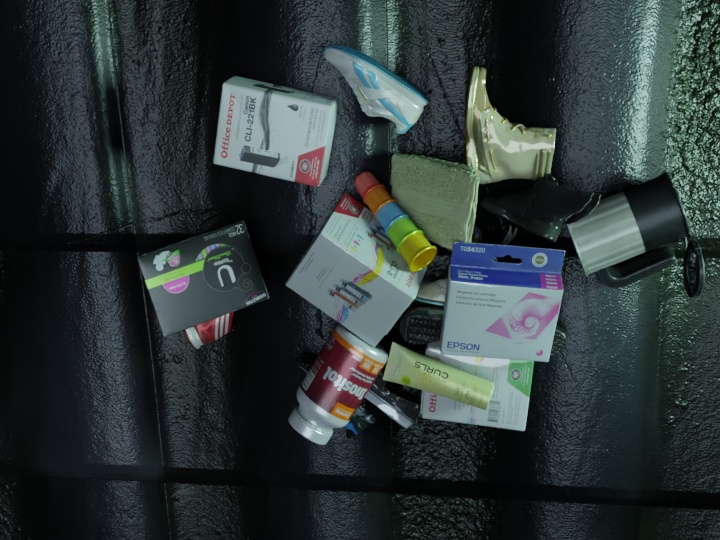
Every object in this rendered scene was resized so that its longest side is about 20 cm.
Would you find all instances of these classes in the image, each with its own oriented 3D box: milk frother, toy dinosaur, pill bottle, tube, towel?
[{"bbox_3d":[0.459,-0.034,1.443,0.185,0.201,0.183,-22,108,15],"label":"milk frother"},{"bbox_3d":[0.224,-0.028,1.565,0.198,0.105,0.183,-10,121,47],"label":"toy dinosaur"},{"bbox_3d":[-0.044,0.208,1.572,0.112,0.113,0.202,31,96,-3],"label":"pill bottle"},{"bbox_3d":[0.140,0.196,1.558,0.197,0.052,0.059,19,69,9],"label":"tube"},{"bbox_3d":[0.121,-0.121,1.495,0.198,0.036,0.151,22,115,43],"label":"towel"}]

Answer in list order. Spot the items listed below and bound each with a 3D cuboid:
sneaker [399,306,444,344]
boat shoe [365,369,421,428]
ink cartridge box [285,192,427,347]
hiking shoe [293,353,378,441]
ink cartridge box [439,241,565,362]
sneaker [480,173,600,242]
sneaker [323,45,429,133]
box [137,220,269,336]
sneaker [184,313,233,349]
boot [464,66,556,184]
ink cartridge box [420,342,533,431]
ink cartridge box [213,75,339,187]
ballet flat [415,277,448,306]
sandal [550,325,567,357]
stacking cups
[{"bbox_3d":[0.173,0.096,1.581,0.196,0.094,0.072,4,111,10],"label":"sneaker"},{"bbox_3d":[0.035,0.219,1.662,0.199,0.070,0.067,39,92,-2],"label":"boat shoe"},{"bbox_3d":[0.000,0.000,1.533,0.199,0.146,0.145,35,127,-5],"label":"ink cartridge box"},{"bbox_3d":[-0.061,0.248,1.678,0.199,0.075,0.087,41,108,-6],"label":"hiking shoe"},{"bbox_3d":[0.240,0.057,1.474,0.192,0.044,0.203,4,118,0],"label":"ink cartridge box"},{"bbox_3d":[0.301,-0.119,1.477,0.199,0.060,0.106,32,100,41],"label":"sneaker"},{"bbox_3d":[0.016,-0.313,1.480,0.198,0.077,0.081,34,112,-2],"label":"sneaker"},{"bbox_3d":[-0.283,0.011,1.561,0.197,0.124,0.151,-20,96,-10],"label":"box"},{"bbox_3d":[-0.303,0.037,1.659,0.114,0.078,0.203,-21,104,-4],"label":"sneaker"},{"bbox_3d":[0.253,-0.246,1.468,0.152,0.073,0.204,-1,110,9],"label":"boot"},{"bbox_3d":[0.215,0.205,1.617,0.196,0.088,0.148,5,108,5],"label":"ink cartridge box"},{"bbox_3d":[-0.149,-0.245,1.522,0.196,0.084,0.147,13,111,4],"label":"ink cartridge box"},{"bbox_3d":[0.190,0.038,1.542,0.196,0.067,0.064,11,100,5],"label":"ballet flat"},{"bbox_3d":[0.285,0.090,1.587,0.199,0.048,0.076,32,114,-1],"label":"sandal"},{"bbox_3d":[0.052,-0.091,1.504,0.061,0.060,0.201,-46,65,20],"label":"stacking cups"}]
